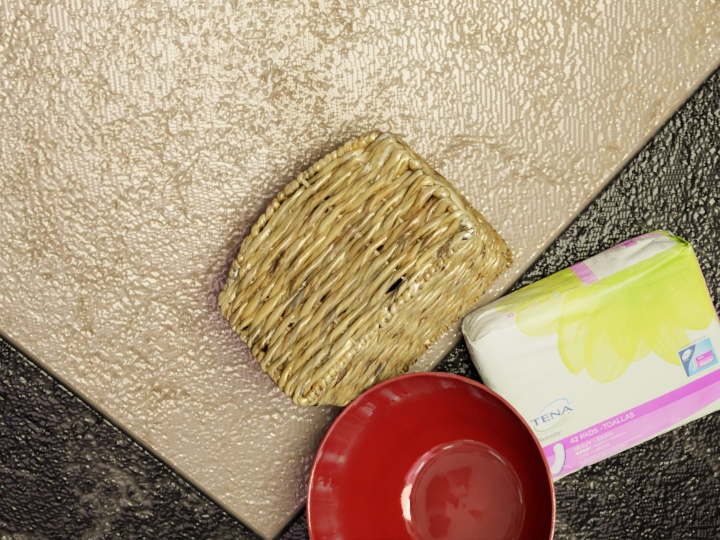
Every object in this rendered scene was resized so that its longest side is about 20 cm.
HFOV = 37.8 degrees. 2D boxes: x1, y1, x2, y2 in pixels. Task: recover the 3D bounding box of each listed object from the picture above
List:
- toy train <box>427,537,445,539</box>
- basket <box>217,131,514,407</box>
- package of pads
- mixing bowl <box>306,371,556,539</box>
[{"bbox_3d":[0.065,0.330,0.930,0.113,0.085,0.201,-13,103,8],"label":"toy train"},{"bbox_3d":[0.000,0.000,0.846,0.200,0.149,0.143,-46,70,9],"label":"basket"},{"bbox_3d":[0.199,0.070,0.873,0.199,0.068,0.155,-25,106,3],"label":"package of pads"},{"bbox_3d":[0.069,0.186,0.841,0.199,0.108,0.202,-5,77,22],"label":"mixing bowl"}]
